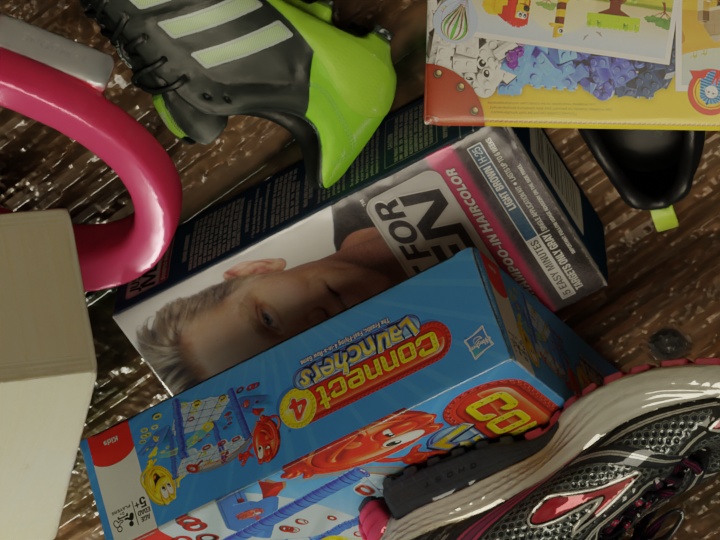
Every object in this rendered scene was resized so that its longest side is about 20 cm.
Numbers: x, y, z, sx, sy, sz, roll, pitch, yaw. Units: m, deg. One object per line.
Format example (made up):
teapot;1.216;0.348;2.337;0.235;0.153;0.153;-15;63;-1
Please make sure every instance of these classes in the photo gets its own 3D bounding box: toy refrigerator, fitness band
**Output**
toy refrigerator;-0.162;0.053;1.137;0.070;0.076;0.200;-7;157;-15
fitness band;-0.172;-0.054;1.129;0.199;0.038;0.144;20;142;-4

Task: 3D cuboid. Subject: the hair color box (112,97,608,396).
hair color box;0.000;0.000;1.173;0.199;0.061;0.100;-27;116;17

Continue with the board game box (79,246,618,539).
board game box;0.012;0.086;1.167;0.195;0.056;0.200;-27;151;16

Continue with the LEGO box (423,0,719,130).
LEGO box;0.126;-0.129;1.018;0.199;0.077;0.150;1;95;5

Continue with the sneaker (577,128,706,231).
sneaker;0.110;-0.110;1.093;0.071;0.083;0.201;-16;119;10

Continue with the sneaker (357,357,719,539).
sneaker;0.100;0.099;1.104;0.199;0.075;0.081;-27;151;15

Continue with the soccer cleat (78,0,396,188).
soccer cleat;-0.078;-0.103;1.103;0.199;0.068;0.081;27;86;-15
